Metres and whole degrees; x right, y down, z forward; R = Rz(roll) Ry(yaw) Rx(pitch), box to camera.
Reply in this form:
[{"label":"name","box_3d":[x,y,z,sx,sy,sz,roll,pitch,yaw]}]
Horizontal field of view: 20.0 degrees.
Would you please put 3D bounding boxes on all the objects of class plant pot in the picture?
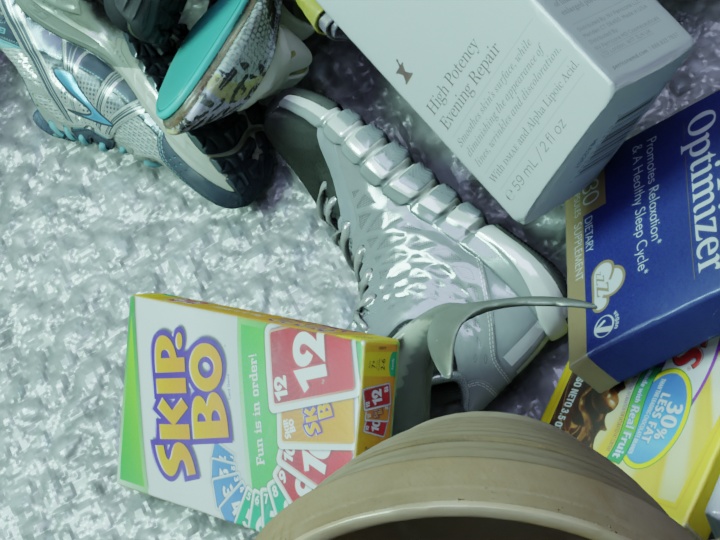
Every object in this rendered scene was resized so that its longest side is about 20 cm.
[{"label":"plant pot","box_3d":[0.051,0.124,0.821,0.199,0.202,0.093,-7,42,14]}]

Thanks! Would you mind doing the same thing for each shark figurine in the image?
[{"label":"shark figurine","box_3d":[0.033,0.076,0.941,0.089,0.216,0.128,4,31,-25]}]

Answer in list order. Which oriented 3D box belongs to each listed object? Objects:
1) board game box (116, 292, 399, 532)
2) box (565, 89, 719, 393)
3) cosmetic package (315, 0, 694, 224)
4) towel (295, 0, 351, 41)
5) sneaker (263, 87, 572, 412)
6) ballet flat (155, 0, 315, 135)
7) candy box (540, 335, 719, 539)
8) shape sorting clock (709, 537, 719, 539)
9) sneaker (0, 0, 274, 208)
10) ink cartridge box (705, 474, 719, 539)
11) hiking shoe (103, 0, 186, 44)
[{"label":"board game box","box_3d":[-0.057,0.067,0.949,0.199,0.030,0.096,9,96,53]},{"label":"box","box_3d":[0.178,-0.035,0.916,0.199,0.032,0.122,-28,41,31]},{"label":"cosmetic package","box_3d":[0.049,-0.133,0.945,0.200,0.102,0.074,47,46,14]},{"label":"towel","box_3d":[-0.012,-0.193,1.074,0.143,0.023,0.200,-11,54,-38]},{"label":"sneaker","box_3d":[0.000,0.000,1.001,0.200,0.075,0.116,37,84,26]},{"label":"ballet flat","box_3d":[-0.053,-0.132,1.058,0.071,0.072,0.201,-5,43,15]},{"label":"candy box","box_3d":[0.156,0.023,0.951,0.102,0.026,0.201,13,70,42]},{"label":"shape sorting clock","box_3d":[0.169,0.210,0.839,0.199,0.039,0.202,3,96,28]},{"label":"sneaker","box_3d":[-0.129,-0.097,1.095,0.200,0.077,0.086,45,123,14]},{"label":"ink cartridge box","box_3d":[0.258,0.054,0.889,0.144,0.085,0.201,21,75,24]},{"label":"hiking shoe","box_3d":[-0.130,-0.182,1.067,0.100,0.200,0.076,21,114,-10]}]
